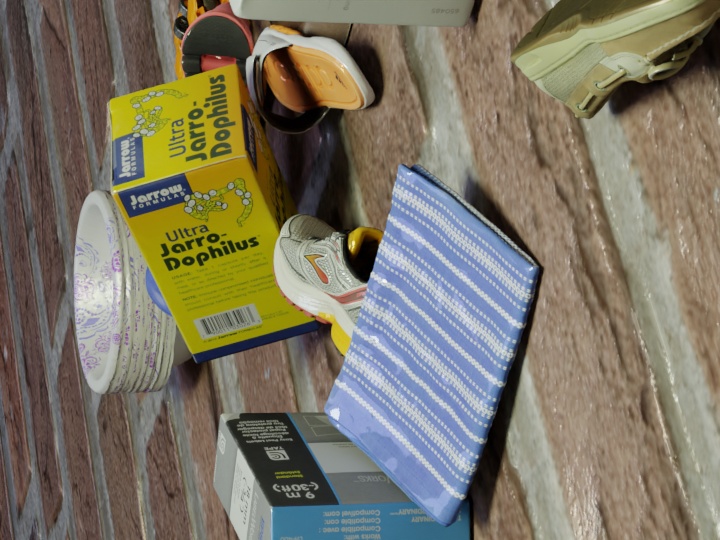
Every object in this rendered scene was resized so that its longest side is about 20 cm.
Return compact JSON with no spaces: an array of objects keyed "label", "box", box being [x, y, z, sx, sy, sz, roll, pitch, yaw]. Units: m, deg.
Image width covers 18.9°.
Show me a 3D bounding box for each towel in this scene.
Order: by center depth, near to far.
[{"label":"towel","box":[0.043,0.049,1.407,0.145,0.024,0.201,42,126,42]}]

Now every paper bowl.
[{"label":"paper bowl","box":[-0.216,0.020,2.135,0.201,0.104,0.202,179,90,-72]}]

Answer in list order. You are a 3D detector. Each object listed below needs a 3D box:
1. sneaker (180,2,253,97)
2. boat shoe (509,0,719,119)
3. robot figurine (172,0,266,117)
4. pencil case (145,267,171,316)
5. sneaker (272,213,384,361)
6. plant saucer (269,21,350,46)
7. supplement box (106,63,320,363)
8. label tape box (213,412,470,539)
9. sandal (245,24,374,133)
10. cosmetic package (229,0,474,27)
[{"label":"sneaker","box":[-0.113,-0.128,1.800,0.087,0.073,0.201,-74,-7,-65]},{"label":"boat shoe","box":[0.145,-0.121,1.125,0.063,0.073,0.200,46,159,-10]},{"label":"robot figurine","box":[-0.127,-0.187,1.927,0.145,0.058,0.201,108,154,-46]},{"label":"pencil case","box":[-0.133,-0.020,1.931,0.078,0.087,0.200,-53,1,-28]},{"label":"sneaker","box":[0.000,0.000,1.555,0.200,0.077,0.083,40,126,54]},{"label":"plant saucer","box":[-0.045,-0.257,1.722,0.200,0.032,0.202,178,90,-72]},{"label":"supplement box","box":[-0.112,-0.042,1.680,0.109,0.109,0.201,-99,-9,-45]},{"label":"label tape box","box":[-0.005,0.167,1.457,0.200,0.143,0.064,-127,42,-59]},{"label":"sandal","box":[-0.054,-0.144,1.667,0.079,0.059,0.207,57,166,-14]},{"label":"cosmetic package","box":[-0.012,-0.284,1.407,0.201,0.164,0.166,-111,28,-46]}]
